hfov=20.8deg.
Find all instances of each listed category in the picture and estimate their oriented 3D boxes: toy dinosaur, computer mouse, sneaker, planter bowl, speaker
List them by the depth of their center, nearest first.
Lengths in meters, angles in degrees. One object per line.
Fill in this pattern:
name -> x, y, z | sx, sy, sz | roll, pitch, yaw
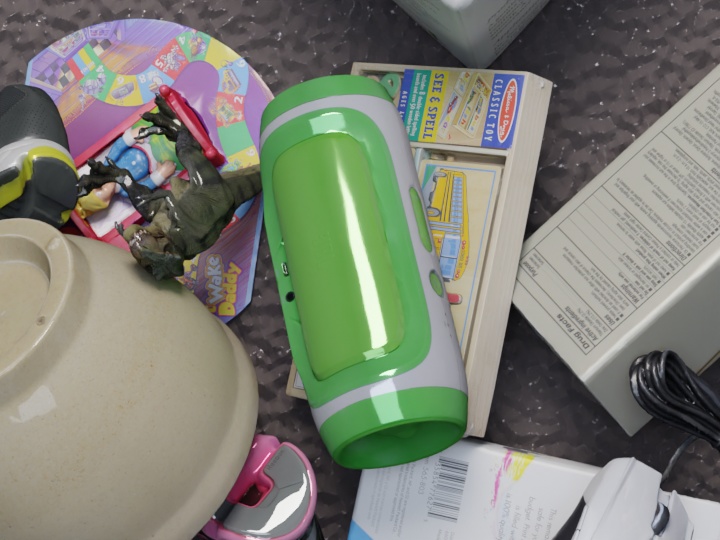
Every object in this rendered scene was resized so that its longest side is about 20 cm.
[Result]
computer mouse -> 0.142, 0.138, 0.990 | 0.110, 0.044, 0.200 | 46, 63, -18
planter bowl -> -0.171, 0.059, 1.033 | 0.199, 0.135, 0.201 | -16, 45, 17
speaker -> 0.000, 0.000, 1.051 | 0.088, 0.089, 0.201 | -15, 68, 6
toy dinosaur -> -0.099, -0.049, 1.086 | 0.088, 0.200, 0.048 | 32, 123, 9
sneaker -> -0.097, 0.116, 1.115 | 0.199, 0.096, 0.079 | 30, 72, 33
sneaker -> -0.234, -0.033, 1.140 | 0.199, 0.074, 0.085 | -31, 45, 27

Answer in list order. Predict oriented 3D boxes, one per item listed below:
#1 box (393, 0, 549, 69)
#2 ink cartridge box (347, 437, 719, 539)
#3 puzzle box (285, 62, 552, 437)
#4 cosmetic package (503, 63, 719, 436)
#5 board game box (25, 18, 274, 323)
box -> 0.055, -0.258, 1.079 | 0.200, 0.171, 0.199 | 42, 91, 8
ink cartridge box -> 0.094, 0.160, 1.090 | 0.198, 0.068, 0.116 | 12, 88, 9
puzzle box -> 0.031, -0.015, 1.100 | 0.132, 0.025, 0.202 | 8, 85, 41
cosmetic package -> 0.181, -0.019, 1.073 | 0.200, 0.073, 0.104 | -42, 46, 3
board game box -> -0.135, -0.052, 1.150 | 0.157, 0.039, 0.202 | 8, 87, 8
